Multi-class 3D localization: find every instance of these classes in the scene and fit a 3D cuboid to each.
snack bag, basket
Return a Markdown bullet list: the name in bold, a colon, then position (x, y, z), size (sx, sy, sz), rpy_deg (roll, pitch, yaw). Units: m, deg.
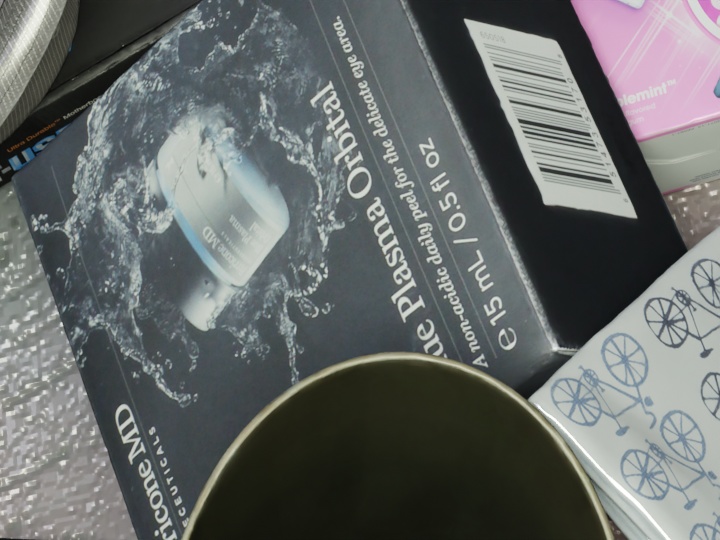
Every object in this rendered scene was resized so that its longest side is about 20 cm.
- **snack bag**: position (0.159, 0.078, 0.837), size (0.200, 0.188, 0.021), rpy_deg (50, 130, 4)
- **basket**: position (0.008, 0.145, 0.830), size (0.135, 0.200, 0.182), rpy_deg (2, 69, -1)

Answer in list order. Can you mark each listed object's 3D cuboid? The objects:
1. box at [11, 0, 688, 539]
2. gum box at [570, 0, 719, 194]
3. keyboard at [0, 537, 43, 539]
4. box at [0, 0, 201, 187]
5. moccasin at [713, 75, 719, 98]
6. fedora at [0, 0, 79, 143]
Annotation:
- **box**: position (0.000, 0.000, 0.939), size (0.200, 0.117, 0.198), rpy_deg (-39, 61, 32)
- **gum box**: position (0.169, -0.111, 0.976), size (0.199, 0.066, 0.114), rpy_deg (-16, 70, 14)
- **keyboard**: position (-0.137, 0.201, 1.002), size (0.103, 0.040, 0.202), rpy_deg (0, 72, 19)
- **box**: position (-0.158, -0.142, 1.104), size (0.198, 0.050, 0.201), rpy_deg (-29, 66, 13)
- **moccasin**: position (0.160, -0.057, 0.882), size (0.068, 0.080, 0.201), rpy_deg (-37, 64, 38)
- **fedora**: position (-0.168, -0.117, 1.024), size (0.176, 0.090, 0.201), rpy_deg (22, 91, 27)
